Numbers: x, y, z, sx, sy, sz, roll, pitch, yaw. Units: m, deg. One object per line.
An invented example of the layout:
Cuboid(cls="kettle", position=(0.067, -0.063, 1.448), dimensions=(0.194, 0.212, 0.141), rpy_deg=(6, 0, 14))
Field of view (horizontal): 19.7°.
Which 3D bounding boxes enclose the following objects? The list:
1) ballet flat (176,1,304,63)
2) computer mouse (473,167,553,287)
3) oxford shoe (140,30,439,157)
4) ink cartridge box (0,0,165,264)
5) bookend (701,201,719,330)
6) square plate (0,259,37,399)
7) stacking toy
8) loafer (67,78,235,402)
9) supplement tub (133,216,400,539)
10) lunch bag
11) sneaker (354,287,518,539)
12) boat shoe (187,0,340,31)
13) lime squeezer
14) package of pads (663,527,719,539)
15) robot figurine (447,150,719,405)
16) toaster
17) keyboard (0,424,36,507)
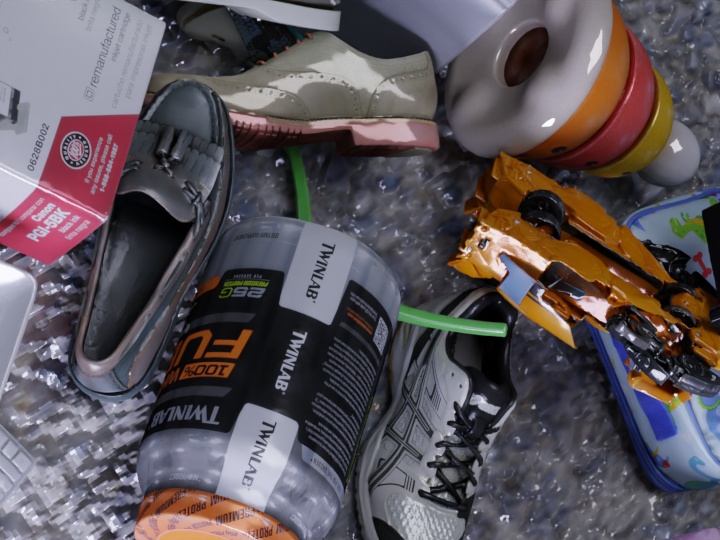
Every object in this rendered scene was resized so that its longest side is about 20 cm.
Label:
Cuboid(cls="ballet flat", position=(-0.103, -0.191, 1.323), dimensions=(0.200, 0.074, 0.074), rpy_deg=(55, 49, -24))
Cuboid(cls="computer mouse", position=(0.134, -0.060, 1.456), dimensions=(0.059, 0.034, 0.200), rpy_deg=(43, 52, -12))
Cuboid(cls="oxford shoe", position=(-0.046, -0.114, 1.311), dimensions=(0.199, 0.071, 0.074), rpy_deg=(4, 85, -21))
Cuboid(cls="ink cartridge box", position=(-0.230, -0.116, 1.194), dimensions=(0.199, 0.083, 0.147), rpy_deg=(26, 59, -24))
Cuboid(cls="bookend", position=(0.310, -0.024, 1.403), dimensions=(0.198, 0.092, 0.201), rpy_deg=(34, 41, -41))
Cuboid(cls="square plate", position=(-0.291, 0.058, 1.104), dimensions=(0.197, 0.028, 0.201), rpy_deg=(24, 65, -22))
Cuboid(cls="stacking toy", position=(0.170, -0.111, 1.430), dimensions=(0.200, 0.146, 0.147), rpy_deg=(28, 57, -35))
Cuboid(cls="loafer", position=(-0.121, -0.023, 1.208), dimensions=(0.071, 0.063, 0.201), rpy_deg=(15, 77, 4))
Cuboid(cls="supplement tub", position=(-0.056, 0.079, 1.209), dimensions=(0.122, 0.122, 0.201), rpy_deg=(31, 56, -21))
Cuboid(cls="lunch bag", position=(0.239, 0.047, 1.453), dimensions=(0.160, 0.082, 0.201), rpy_deg=(-17, 82, -39))
Cuboid(cls="sneaker", position=(0.053, 0.099, 1.300), dimensions=(0.075, 0.088, 0.201), rpy_deg=(22, 62, -28))
Cuboid(cls="boat shoe", position=(-0.092, -0.189, 1.241), dimensions=(0.201, 0.072, 0.061), rpy_deg=(8, 97, -39))
Cuboid(cls="lime squeezer", position=(0.000, 0.000, 1.314), dimensions=(0.071, 0.038, 0.200), rpy_deg=(-36, 64, -26))
Cuboid(cls="package of pads", position=(0.166, 0.252, 1.324), dimensions=(0.199, 0.076, 0.121), rpy_deg=(-15, 83, -38))
Cuboid(cls="robot figurine", position=(0.156, 0.011, 1.335), dimensions=(0.200, 0.058, 0.145), rpy_deg=(34, 32, -8))
Cuboid(cls="toaster", position=(0.057, -0.234, 1.369), dimensions=(0.119, 0.200, 0.181), rpy_deg=(39, 53, -10))
Cuboid(cls="keyboard", position=(-0.264, 0.055, 1.146), dimensions=(0.200, 0.011, 0.056), rpy_deg=(47, 52, -10))
